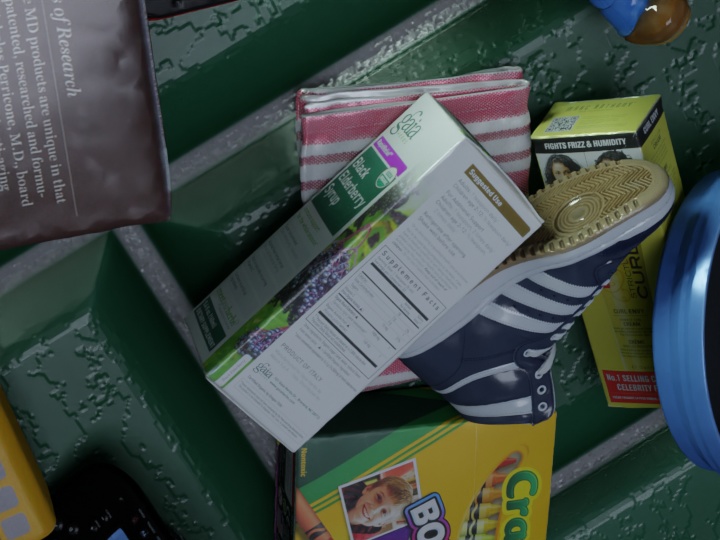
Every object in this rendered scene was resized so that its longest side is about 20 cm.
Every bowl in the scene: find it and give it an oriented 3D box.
[{"bbox_3d":[0.239,0.032,1.060,0.200,0.039,0.202,-4,95,-53],"label":"bowl"}]

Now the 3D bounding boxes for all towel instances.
[{"bbox_3d":[0.032,-0.023,1.045,0.145,0.030,0.201,-8,117,-13],"label":"towel"}]

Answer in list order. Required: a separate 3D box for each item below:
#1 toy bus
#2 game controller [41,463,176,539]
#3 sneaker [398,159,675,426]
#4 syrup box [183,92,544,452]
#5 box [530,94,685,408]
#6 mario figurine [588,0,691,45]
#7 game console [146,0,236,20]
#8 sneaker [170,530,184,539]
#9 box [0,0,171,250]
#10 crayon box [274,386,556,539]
[{"bbox_3d":[-0.248,0.073,0.977,0.078,0.065,0.201,-22,116,-7],"label":"toy bus"},{"bbox_3d":[-0.129,0.215,1.019,0.104,0.200,0.042,-45,163,28],"label":"game controller"},{"bbox_3d":[0.116,0.019,1.018,0.199,0.070,0.109,-30,118,20],"label":"sneaker"},{"bbox_3d":[0.000,0.000,0.983,0.200,0.079,0.081,-43,119,6],"label":"syrup box"},{"bbox_3d":[0.169,-0.009,1.059,0.075,0.050,0.201,0,123,32],"label":"box"},{"bbox_3d":[0.115,-0.206,0.943,0.199,0.124,0.106,27,115,-29],"label":"mario figurine"},{"bbox_3d":[-0.058,-0.245,0.906,0.176,0.031,0.201,-16,115,-20],"label":"game console"},{"bbox_3d":[-0.127,0.269,1.086,0.129,0.079,0.200,-30,126,-11],"label":"sneaker"},{"bbox_3d":[-0.212,-0.109,0.855,0.198,0.166,0.165,-12,114,-12],"label":"box"},{"bbox_3d":[0.032,0.178,1.108,0.171,0.058,0.202,-4,113,-15],"label":"crayon box"}]
